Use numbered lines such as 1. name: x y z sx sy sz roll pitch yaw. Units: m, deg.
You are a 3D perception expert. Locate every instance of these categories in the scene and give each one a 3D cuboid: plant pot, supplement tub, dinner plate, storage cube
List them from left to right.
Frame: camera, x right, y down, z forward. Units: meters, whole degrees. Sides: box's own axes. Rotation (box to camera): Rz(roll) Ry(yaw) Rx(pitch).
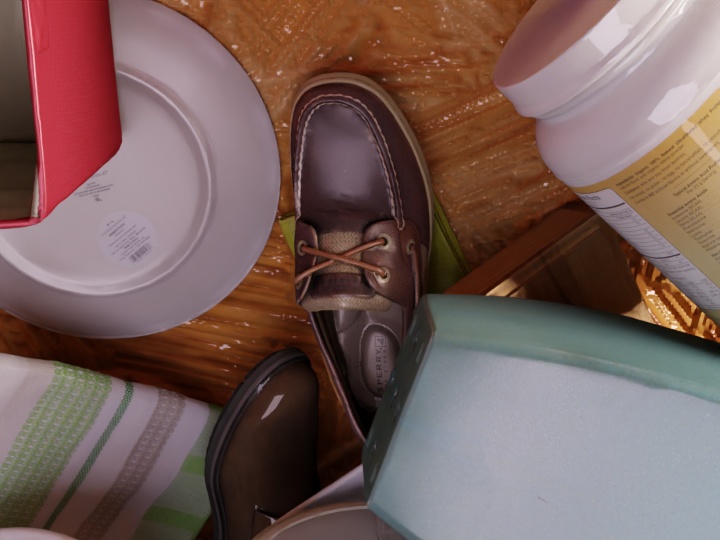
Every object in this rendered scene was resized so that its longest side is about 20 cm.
1. storage cube: -0.214 -0.121 0.927 0.171 0.180 0.200 -3 103 5
2. dinner plate: -0.142 -0.050 1.056 0.200 0.024 0.200 2 116 3
3. plant pot: 0.108 0.092 0.958 0.200 0.141 0.141 20 100 -5
4. supplement tub: 0.175 -0.067 0.957 0.200 0.144 0.144 42 111 -14

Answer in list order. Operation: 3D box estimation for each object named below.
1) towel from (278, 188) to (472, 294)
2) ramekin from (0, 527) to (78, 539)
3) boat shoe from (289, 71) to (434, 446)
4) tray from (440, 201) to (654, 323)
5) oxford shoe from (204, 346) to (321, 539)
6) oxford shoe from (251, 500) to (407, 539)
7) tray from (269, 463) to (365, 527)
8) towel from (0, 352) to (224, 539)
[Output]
1. towel: 0.033 0.045 1.089 0.086 0.018 0.200 -20 112 12
2. ramekin: -0.170 0.238 1.005 0.202 0.203 0.094 -17 151 11
3. boat shoe: 0.000 0.000 1.025 0.072 0.072 0.200 -1 115 10
4. tray: 0.122 0.075 1.059 0.099 0.037 0.200 -35 112 -21
5. oxford shoe: -0.039 0.133 1.092 0.084 0.073 0.200 30 128 34
6. oxford shoe: 0.030 0.160 1.017 0.200 0.058 0.075 10 98 -29
7. tray: 0.046 0.124 1.063 0.200 0.022 0.107 -32 113 -20
8. towel: -0.160 0.121 1.070 0.200 0.031 0.149 17 113 -39
